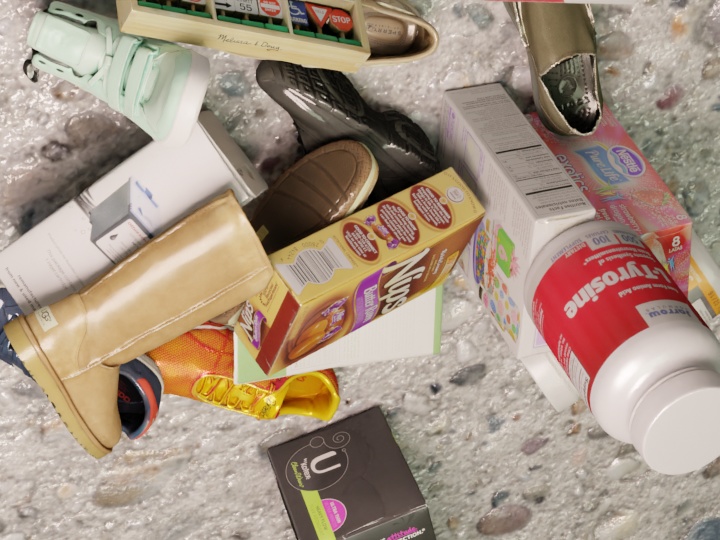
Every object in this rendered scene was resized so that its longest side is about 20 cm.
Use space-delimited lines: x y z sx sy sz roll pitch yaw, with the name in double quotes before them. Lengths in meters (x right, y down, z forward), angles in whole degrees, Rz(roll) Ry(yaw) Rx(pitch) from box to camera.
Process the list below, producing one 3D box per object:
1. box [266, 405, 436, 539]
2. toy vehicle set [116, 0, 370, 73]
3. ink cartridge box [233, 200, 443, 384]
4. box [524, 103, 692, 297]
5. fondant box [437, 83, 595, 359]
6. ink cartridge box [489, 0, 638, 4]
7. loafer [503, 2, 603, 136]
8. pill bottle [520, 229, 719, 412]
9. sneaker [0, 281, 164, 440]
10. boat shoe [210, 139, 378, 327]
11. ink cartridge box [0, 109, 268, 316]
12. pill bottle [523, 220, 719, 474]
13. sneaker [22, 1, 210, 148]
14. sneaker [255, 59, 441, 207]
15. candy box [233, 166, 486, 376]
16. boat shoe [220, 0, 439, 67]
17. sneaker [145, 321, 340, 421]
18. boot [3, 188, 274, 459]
"box" 0.004 0.263 1.881 0.123 0.149 0.201 -20 132 -6
"toy vehicle set" -0.093 -0.221 1.483 0.198 0.125 0.027 7 146 -29
"ink cartridge box" -0.023 0.016 1.733 0.198 0.048 0.147 -7 117 -18
"box" 0.204 -0.050 1.697 0.094 0.201 0.103 -13 129 -12
"fondant box" 0.126 -0.045 1.666 0.058 0.201 0.145 -9 129 -17
"ink cartridge box" 0.152 -0.315 1.518 0.143 0.084 0.202 -2 111 -23
"loafer" 0.170 -0.199 1.639 0.075 0.070 0.201 -23 117 -6
"pill bottle" 0.241 0.038 1.838 0.199 0.117 0.117 -36 132 4
"sneaker" -0.253 0.078 1.648 0.199 0.085 0.075 26 116 -19
"boat shoe" -0.050 -0.030 1.631 0.200 0.072 0.076 -42 147 21
"ink cartridge box" -0.181 -0.038 1.561 0.199 0.146 0.086 -37 93 4
"pill bottle" 0.213 0.060 1.517 0.111 0.200 0.113 -13 131 -15
"sneaker" -0.188 -0.148 1.453 0.117 0.200 0.074 17 97 -26
"sneaker" -0.021 -0.109 1.640 0.091 0.076 0.199 -40 128 22
"candy box" 0.000 0.000 1.611 0.199 0.057 0.117 -29 161 -31
"boat shoe" -0.032 -0.195 1.560 0.198 0.065 0.073 2 109 -28
"sneaker" -0.106 0.095 1.753 0.198 0.077 0.073 4 125 -25
"boot" -0.152 0.047 1.501 0.199 0.066 0.176 -30 145 -5
